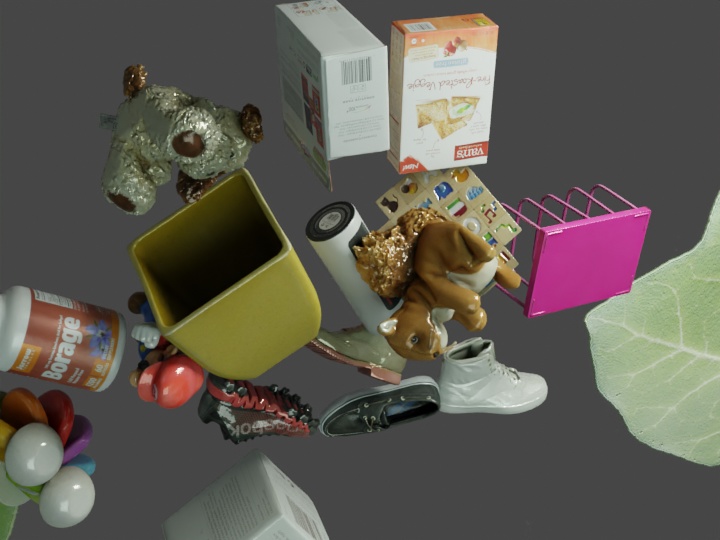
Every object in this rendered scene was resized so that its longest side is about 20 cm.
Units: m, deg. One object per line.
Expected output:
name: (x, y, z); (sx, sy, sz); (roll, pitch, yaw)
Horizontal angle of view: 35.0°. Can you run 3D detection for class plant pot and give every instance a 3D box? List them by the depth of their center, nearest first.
plant pot: (-0.159, 0.029, 1.521); (0.193, 0.196, 0.200); (-34, 134, 0)

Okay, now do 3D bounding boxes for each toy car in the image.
toy car: (-0.438, 0.245, 1.573); (0.150, 0.174, 0.201); (-52, 133, -33)

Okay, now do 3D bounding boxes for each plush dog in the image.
plush dog: (-0.216, -0.166, 1.429); (0.171, 0.162, 0.199); (14, 143, -43)

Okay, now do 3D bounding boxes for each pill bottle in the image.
pill bottle: (-0.417, 0.085, 1.492); (0.199, 0.112, 0.113); (17, 112, -29)

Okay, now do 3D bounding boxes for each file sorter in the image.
file sorter: (0.298, -0.038, 1.680); (0.199, 0.125, 0.140); (-12, 124, -29)

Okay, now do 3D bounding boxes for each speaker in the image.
speaker: (0.000, 0.000, 1.630); (0.081, 0.081, 0.201); (-32, 125, -1)

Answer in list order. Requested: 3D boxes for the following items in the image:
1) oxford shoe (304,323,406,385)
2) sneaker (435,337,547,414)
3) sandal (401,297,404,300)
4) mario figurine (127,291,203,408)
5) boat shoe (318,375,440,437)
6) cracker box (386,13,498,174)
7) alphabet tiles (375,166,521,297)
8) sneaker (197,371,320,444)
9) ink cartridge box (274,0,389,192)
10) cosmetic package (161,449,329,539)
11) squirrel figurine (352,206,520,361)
oxford shoe: (-0.015, 0.106, 1.708); (0.199, 0.071, 0.074); (26, 83, -31)
sneaker: (0.217, 0.164, 1.819); (0.198, 0.074, 0.116); (-3, 124, -19)
sandal: (0.136, -0.022, 1.658); (0.200, 0.054, 0.081); (-44, 127, -20)
mario figurine: (-0.282, 0.111, 1.508); (0.106, 0.200, 0.123); (-43, 125, 7)
boat shoe: (0.030, 0.220, 1.776); (0.198, 0.057, 0.069); (-19, 124, 1)
cracker box: (0.108, -0.237, 1.543); (0.133, 0.058, 0.202); (-9, 123, -16)
alphabet tiles: (0.122, -0.053, 1.612); (0.166, 0.006, 0.200); (-41, 85, 6)
sneaker: (-0.157, 0.216, 1.702); (0.199, 0.071, 0.098); (24, 108, -29)
ink cartridge box: (-0.036, -0.219, 1.407); (0.083, 0.200, 0.177); (-12, 123, -16)
cosmetic package: (-0.171, 0.424, 1.763); (0.199, 0.165, 0.165); (-37, 125, 2)
squirrel figurine: (0.084, 0.020, 1.549); (0.187, 0.200, 0.141); (-53, 157, 1)
